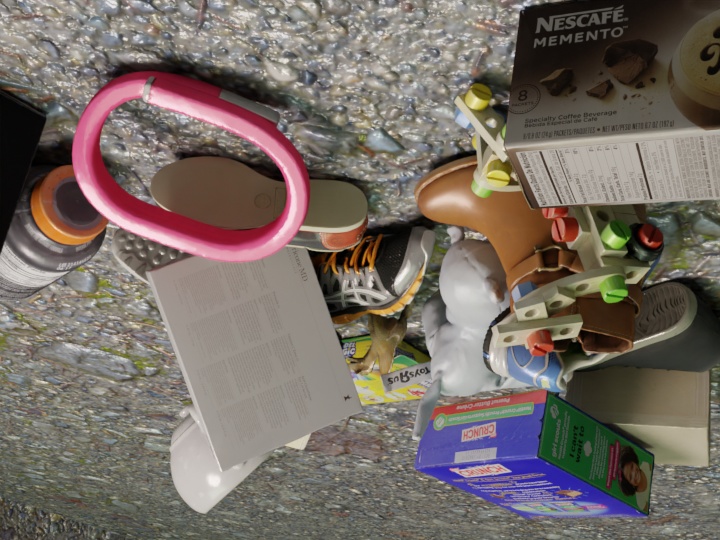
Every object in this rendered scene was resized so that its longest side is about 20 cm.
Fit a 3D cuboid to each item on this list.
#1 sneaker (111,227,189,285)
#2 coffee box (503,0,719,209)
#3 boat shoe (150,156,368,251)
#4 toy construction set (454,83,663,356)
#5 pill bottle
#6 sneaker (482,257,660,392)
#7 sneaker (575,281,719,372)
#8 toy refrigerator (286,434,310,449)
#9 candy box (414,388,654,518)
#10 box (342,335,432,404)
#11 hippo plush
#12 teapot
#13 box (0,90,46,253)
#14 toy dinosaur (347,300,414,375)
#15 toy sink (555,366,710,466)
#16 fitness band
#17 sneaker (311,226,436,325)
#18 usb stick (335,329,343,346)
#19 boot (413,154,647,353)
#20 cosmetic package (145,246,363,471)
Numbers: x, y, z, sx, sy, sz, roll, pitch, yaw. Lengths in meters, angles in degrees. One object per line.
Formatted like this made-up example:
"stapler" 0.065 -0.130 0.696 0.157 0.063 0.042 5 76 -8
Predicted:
"sneaker" -0.170 0.004 1.041 0.199 0.077 0.080 20 163 -15
"coffee box" 0.198 -0.110 0.610 0.199 0.114 0.080 -1 152 25
"boat shoe" -0.091 -0.055 0.891 0.198 0.072 0.063 7 158 -1
"toy construction set" 0.139 -0.039 0.708 0.130 0.201 0.092 3 158 -22
"pill bottle" -0.319 -0.040 0.962 0.106 0.107 0.199 27 150 -32
"sneaker" 0.198 0.037 0.834 0.077 0.200 0.076 29 150 45
"sneaker" 0.281 0.081 1.012 0.106 0.075 0.199 31 147 -32
"toy refrigerator" -0.093 0.107 1.072 0.075 0.200 0.070 17 112 -16
"candy box" 0.187 0.203 1.042 0.199 0.078 0.168 30 150 -35
"box" 0.013 0.129 1.251 0.199 0.049 0.117 -10 147 42
"hippo plush" 0.109 0.025 0.918 0.199 0.160 0.162 -15 128 -16
"teapot" -0.227 0.268 1.515 0.146 0.197 0.200 49 117 3
"box" -0.396 -0.050 0.860 0.124 0.201 0.196 28 150 -34
"toy dinosaur" 0.032 0.061 1.031 0.058 0.102 0.200 9 161 -11
"toy sink" 0.288 0.140 1.091 0.199 0.113 0.130 0 152 21
"fitness band" -0.138 -0.081 0.802 0.199 0.038 0.144 20 121 -7
"sneaker" 0.000 0.000 0.961 0.077 0.079 0.200 34 145 -21
"usb stick" -0.093 0.025 0.997 0.033 0.056 0.200 -18 121 48
"boot" 0.133 -0.009 0.790 0.198 0.156 0.077 5 154 11
"cosmetic package" -0.101 0.069 0.936 0.150 0.201 0.052 -20 -175 -14
